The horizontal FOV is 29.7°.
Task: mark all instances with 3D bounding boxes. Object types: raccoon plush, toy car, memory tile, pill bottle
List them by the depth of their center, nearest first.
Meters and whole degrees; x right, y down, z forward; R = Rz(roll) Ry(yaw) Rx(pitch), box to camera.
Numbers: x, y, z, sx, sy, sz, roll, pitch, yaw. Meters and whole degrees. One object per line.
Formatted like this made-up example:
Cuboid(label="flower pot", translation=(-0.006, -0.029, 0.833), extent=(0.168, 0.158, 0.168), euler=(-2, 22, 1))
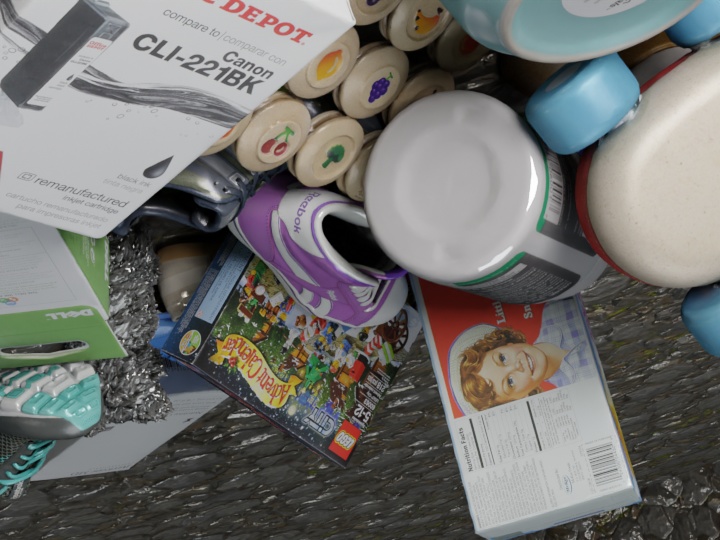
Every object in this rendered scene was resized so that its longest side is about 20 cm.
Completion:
Cuboid(label="memory tile", translation=(-0.007, -0.113, 0.770), extent=(0.199, 0.017, 0.154), euler=(11, 120, -52))
Cuboid(label="toy car", translation=(0.191, -0.076, 0.825), extent=(0.177, 0.185, 0.200), euler=(-40, -168, -2))
Cuboid(label="pill bottle", translation=(0.091, -0.038, 0.857), extent=(0.113, 0.114, 0.200), euler=(-24, 163, 21))
Cuboid(label="raccoon plush", translation=(-0.178, 0.030, 0.925), extent=(0.096, 0.135, 0.200), euler=(-13, 160, -7))

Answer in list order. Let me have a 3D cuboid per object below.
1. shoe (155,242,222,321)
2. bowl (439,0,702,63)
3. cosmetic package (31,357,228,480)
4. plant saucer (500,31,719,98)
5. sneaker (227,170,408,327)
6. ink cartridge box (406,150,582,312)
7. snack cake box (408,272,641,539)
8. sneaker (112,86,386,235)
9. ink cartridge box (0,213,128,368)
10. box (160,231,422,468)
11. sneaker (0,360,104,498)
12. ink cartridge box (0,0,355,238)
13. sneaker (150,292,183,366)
Cuboid(label="shoe", translation=(-0.065, 0.004, 1.062), extent=(0.199, 0.054, 0.070), euler=(-6, 158, -25))
Cuboid(label="bowl", translation=(0.106, -0.175, 0.659), extent=(0.199, 0.106, 0.201), euler=(-13, 159, -5))
Cuboid(label="cosmetic package", translation=(-0.213, 0.112, 1.191), extent=(0.112, 0.082, 0.200), euler=(-2, 154, -38))
Cuboid(label="plant saucer", translation=(0.191, -0.150, 0.884), extent=(0.199, 0.036, 0.200), euler=(-15, 159, -6))
Cuboid(label="sneaker", translation=(0.000, 0.001, 0.923), extent=(0.114, 0.073, 0.200), euler=(19, 171, 37))
Cuboid(label="ink cartridge box", translation=(0.117, -0.038, 1.056), extent=(0.136, 0.077, 0.200), euler=(-7, 160, -20))
Cuboid(label="snack cake box", translation=(0.116, 0.081, 0.973), extent=(0.114, 0.201, 0.067), euler=(-18, 159, 12))
Cuboid(label="sneaker", translation=(-0.077, -0.066, 0.832), extent=(0.199, 0.081, 0.074), euler=(-11, 160, -13))
Cuboid(label="ink cartridge box", translation=(-0.213, -0.009, 0.820), extent=(0.103, 0.060, 0.200), euler=(-7, 152, 3))
Cuboid(label="box", translation=(-0.043, 0.047, 1.010), extent=(0.038, 0.137, 0.200), euler=(18, 164, 41))
Cuboid(label="sneaker", translation=(-0.237, 0.112, 0.926), extent=(0.199, 0.092, 0.077), euler=(-5, -164, 44))
Cuboid(label="ink cartridge box", translation=(-0.124, -0.113, 0.639), extent=(0.200, 0.084, 0.144), euler=(-36, 147, 30))
Cuboid(label="sneaker", translation=(-0.131, 0.057, 1.091), extent=(0.199, 0.079, 0.066), euler=(-1, -165, -35))
